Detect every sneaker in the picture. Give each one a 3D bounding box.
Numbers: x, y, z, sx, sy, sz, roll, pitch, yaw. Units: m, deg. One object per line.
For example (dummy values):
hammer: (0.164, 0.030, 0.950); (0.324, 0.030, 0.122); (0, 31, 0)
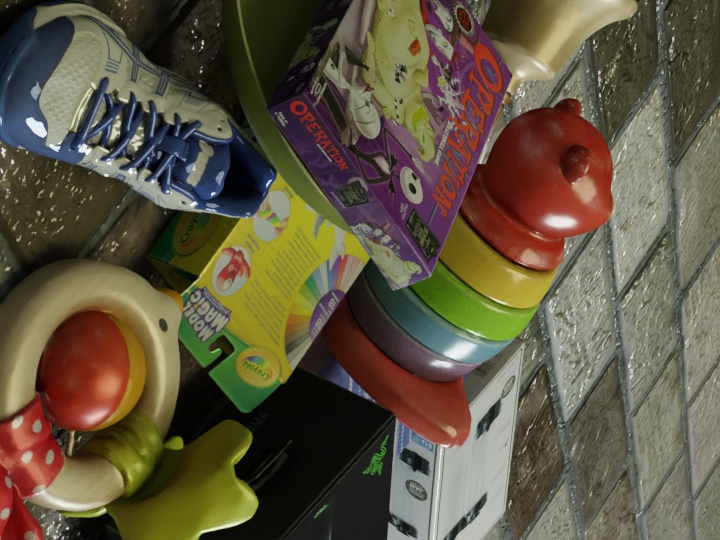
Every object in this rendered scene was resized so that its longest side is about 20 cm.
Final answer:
sneaker: (-0.104, -0.073, 1.115); (0.075, 0.088, 0.200); (-63, 156, 6)

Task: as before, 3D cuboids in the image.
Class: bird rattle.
bird rattle: (-0.155, 0.075, 1.188); (0.200, 0.113, 0.164); (11, 84, -41)

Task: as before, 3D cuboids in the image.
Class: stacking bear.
stacking bear: (0.075, -0.013, 1.379); (0.200, 0.114, 0.122); (-49, -162, 26)

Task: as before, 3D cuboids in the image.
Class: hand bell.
hand bell: (0.079, -0.105, 1.452); (0.200, 0.104, 0.104); (-59, 157, -5)

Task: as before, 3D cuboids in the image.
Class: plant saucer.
plant saucer: (-0.013, -0.101, 1.219); (0.200, 0.031, 0.200); (36, 43, -42)

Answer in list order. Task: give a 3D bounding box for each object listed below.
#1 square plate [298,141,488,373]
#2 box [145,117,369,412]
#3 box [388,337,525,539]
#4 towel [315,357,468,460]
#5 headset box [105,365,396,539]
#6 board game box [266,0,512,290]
square plate: (0.000, 0.000, 1.492); (0.198, 0.028, 0.200); (-3, 118, -65)
box: (-0.041, -0.028, 1.317); (0.200, 0.048, 0.117); (-57, 141, -19)
box: (0.062, 0.141, 1.738); (0.117, 0.060, 0.200); (-46, 151, -35)
towel: (0.020, 0.071, 1.552); (0.200, 0.024, 0.145); (-45, 149, -42)
headset box: (-0.063, 0.176, 1.381); (0.174, 0.093, 0.200); (-44, 149, -41)
board game box: (0.020, -0.094, 1.213); (0.120, 0.032, 0.200); (58, 31, -25)
